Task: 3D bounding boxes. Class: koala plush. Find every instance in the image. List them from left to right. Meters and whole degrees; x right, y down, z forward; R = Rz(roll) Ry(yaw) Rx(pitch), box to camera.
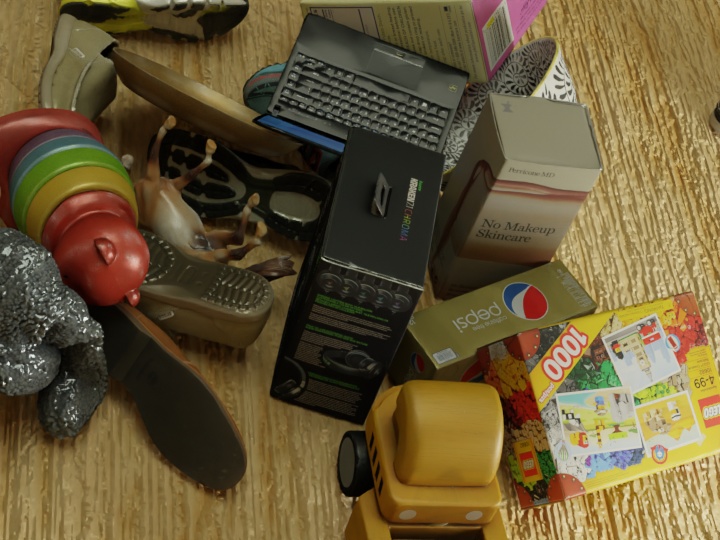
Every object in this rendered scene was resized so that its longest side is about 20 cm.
[{"bbox_3d":[-0.318,0.080,1.317,0.177,0.184,0.200,33,58,11],"label":"koala plush"}]

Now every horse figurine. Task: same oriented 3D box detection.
[{"bbox_3d":[-0.151,-0.046,1.532,0.200,0.133,0.050,48,36,7],"label":"horse figurine"}]

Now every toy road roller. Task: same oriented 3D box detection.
[{"bbox_3d":[0.061,0.178,1.369,0.123,0.146,0.200,3,48,-17],"label":"toy road roller"}]

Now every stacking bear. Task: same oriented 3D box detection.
[{"bbox_3d":[-0.241,-0.044,1.435,0.113,0.122,0.200,-25,43,-11],"label":"stacking bear"}]

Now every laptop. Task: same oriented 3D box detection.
[{"bbox_3d":[0.005,-0.165,1.605,0.177,0.103,0.200,21,63,0],"label":"laptop"}]

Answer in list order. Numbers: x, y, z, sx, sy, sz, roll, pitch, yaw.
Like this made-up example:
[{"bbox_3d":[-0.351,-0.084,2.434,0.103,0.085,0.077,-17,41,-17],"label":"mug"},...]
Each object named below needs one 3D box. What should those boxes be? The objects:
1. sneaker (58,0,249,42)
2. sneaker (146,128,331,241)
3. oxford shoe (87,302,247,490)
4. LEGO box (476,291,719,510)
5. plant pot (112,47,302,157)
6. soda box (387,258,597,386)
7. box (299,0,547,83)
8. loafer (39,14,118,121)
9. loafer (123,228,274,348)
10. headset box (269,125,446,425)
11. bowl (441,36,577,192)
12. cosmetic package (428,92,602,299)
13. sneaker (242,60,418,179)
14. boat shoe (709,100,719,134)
[{"bbox_3d":[-0.213,-0.292,1.742,0.199,0.074,0.085,1,64,-20],"label":"sneaker"},{"bbox_3d":[-0.109,-0.084,1.623,0.199,0.077,0.089,22,14,2],"label":"sneaker"},{"bbox_3d":[-0.155,0.099,1.423,0.200,0.071,0.071,50,17,16],"label":"oxford shoe"},{"bbox_3d":[0.220,0.114,1.497,0.200,0.077,0.149,-12,82,-29],"label":"LEGO box"},{"bbox_3d":[-0.149,-0.154,1.593,0.200,0.028,0.200,27,8,-4],"label":"plant pot"},{"bbox_3d":[0.120,0.058,1.557,0.200,0.068,0.064,-18,58,-33],"label":"soda box"},{"bbox_3d":[0.069,-0.281,1.774,0.199,0.097,0.176,4,38,28],"label":"box"},{"bbox_3d":[-0.269,-0.174,1.612,0.068,0.076,0.200,5,46,-7],"label":"loafer"},{"bbox_3d":[-0.170,0.022,1.487,0.200,0.068,0.076,20,42,21],"label":"loafer"},{"bbox_3d":[0.000,0.000,1.474,0.093,0.200,0.174,17,46,-5],"label":"headset box"},{"bbox_3d":[0.152,-0.131,1.691,0.094,0.201,0.201,45,43,-16],"label":"bowl"},{"bbox_3d":[0.140,-0.063,1.584,0.103,0.200,0.087,5,49,-15],"label":"cosmetic package"},{"bbox_3d":[-0.033,-0.140,1.677,0.199,0.079,0.096,21,55,10],"label":"sneaker"},{"bbox_3d":[0.492,-0.196,1.937,0.200,0.063,0.073,-13,54,-30],"label":"boat shoe"}]
